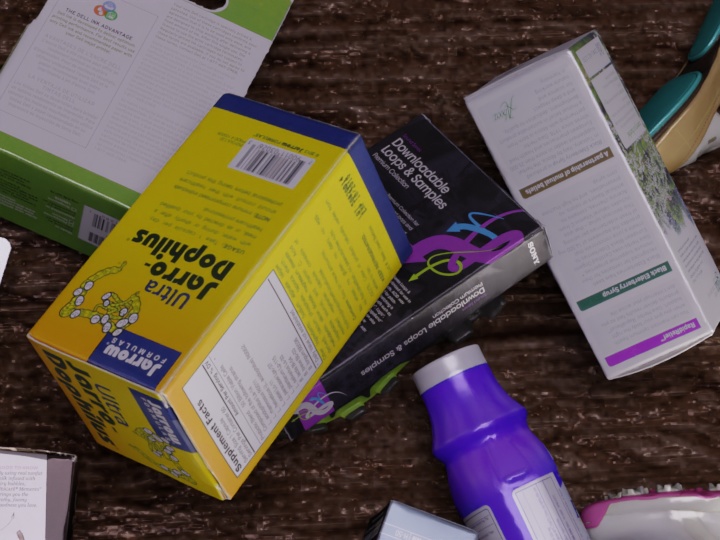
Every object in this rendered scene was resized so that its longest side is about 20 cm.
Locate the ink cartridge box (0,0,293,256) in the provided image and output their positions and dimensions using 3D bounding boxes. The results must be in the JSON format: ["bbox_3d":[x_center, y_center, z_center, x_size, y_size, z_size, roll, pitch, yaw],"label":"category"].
[{"bbox_3d":[-0.146,-0.112,1.418,0.147,0.076,0.200,24,58,0],"label":"ink cartridge box"}]

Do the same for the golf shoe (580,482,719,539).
[{"bbox_3d":[0.236,0.180,1.393,0.199,0.075,0.092,4,80,-4],"label":"golf shoe"}]

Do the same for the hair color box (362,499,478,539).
[{"bbox_3d":[0.005,0.246,1.336,0.060,0.099,0.201,20,76,-2],"label":"hair color box"}]

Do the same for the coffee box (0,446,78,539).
[{"bbox_3d":[-0.216,0.210,1.313,0.079,0.113,0.201,6,77,-5],"label":"coffee box"}]

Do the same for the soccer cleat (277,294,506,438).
[{"bbox_3d":[-0.001,0.035,1.415,0.200,0.065,0.084,-31,53,-8],"label":"soccer cleat"}]

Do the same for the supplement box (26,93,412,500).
[{"bbox_3d":[-0.078,0.012,1.299,0.109,0.109,0.200,19,60,34],"label":"supplement box"}]

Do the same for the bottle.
[{"bbox_3d":[0.095,0.145,1.379,0.065,0.084,0.201,-23,80,-12],"label":"bottle"}]

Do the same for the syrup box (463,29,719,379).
[{"bbox_3d":[0.151,-0.041,1.395,0.081,0.079,0.201,-25,96,24],"label":"syrup box"}]

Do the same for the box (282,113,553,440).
[{"bbox_3d":[0.000,0.000,1.379,0.200,0.036,0.143,-35,47,-9],"label":"box"}]

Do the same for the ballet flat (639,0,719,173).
[{"bbox_3d":[0.233,-0.119,1.467,0.063,0.069,0.200,38,77,-12],"label":"ballet flat"}]

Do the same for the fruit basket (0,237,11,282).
[{"bbox_3d":[-0.327,0.052,1.363,0.185,0.094,0.201,15,91,-2],"label":"fruit basket"}]
